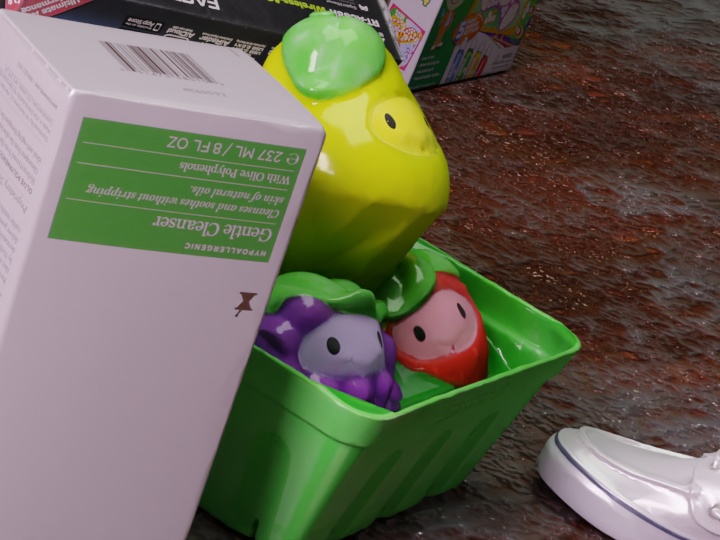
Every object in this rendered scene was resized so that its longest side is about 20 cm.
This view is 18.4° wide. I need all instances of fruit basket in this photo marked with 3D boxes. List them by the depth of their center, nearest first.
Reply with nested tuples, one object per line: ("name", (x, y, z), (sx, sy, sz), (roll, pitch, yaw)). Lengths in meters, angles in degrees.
("fruit basket", (0.000, 0.000, 0.970), (0.155, 0.216, 0.216), (32, 22, 23))

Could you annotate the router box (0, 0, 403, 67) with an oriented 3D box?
("router box", (-0.103, -0.086, 1.018), (0.200, 0.150, 0.062), (8, 49, -37))

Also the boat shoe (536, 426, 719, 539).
("boat shoe", (0.185, 0.112, 1.064), (0.200, 0.065, 0.074), (23, 20, 5))

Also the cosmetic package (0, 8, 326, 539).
("cosmetic package", (-0.102, 0.015, 0.830), (0.108, 0.200, 0.085), (5, 24, -32))

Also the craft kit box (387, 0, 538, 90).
("craft kit box", (0.095, -0.239, 1.690), (0.048, 0.198, 0.200), (27, 21, 20))
